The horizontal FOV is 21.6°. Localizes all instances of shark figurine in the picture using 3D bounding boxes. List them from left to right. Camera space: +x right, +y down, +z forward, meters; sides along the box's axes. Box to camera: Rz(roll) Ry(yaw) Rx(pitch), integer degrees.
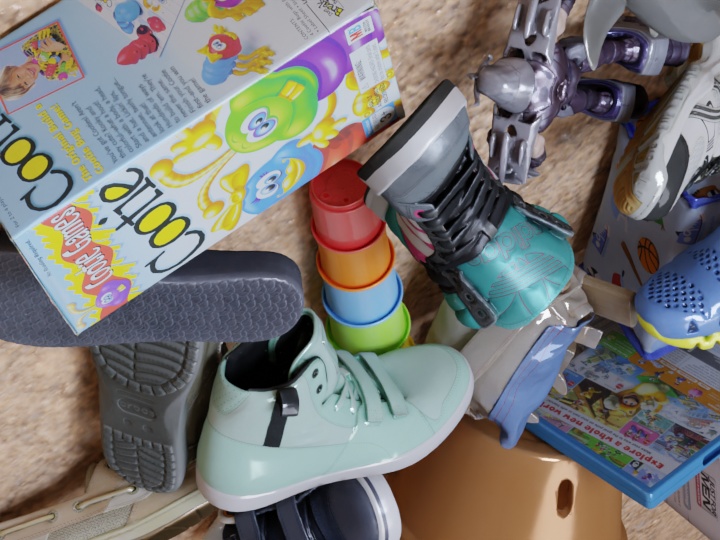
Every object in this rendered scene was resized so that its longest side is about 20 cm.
[{"bbox_3d":[0.205,-0.166,1.110,0.214,0.089,0.129,16,81,-50],"label":"shark figurine"}]

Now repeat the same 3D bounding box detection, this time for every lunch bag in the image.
[{"bbox_3d":[0.273,-0.053,1.363,0.199,0.124,0.170,-18,144,-21],"label":"lunch bag"}]

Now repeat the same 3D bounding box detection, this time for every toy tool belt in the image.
[{"bbox_3d":[0.104,0.064,1.297,0.125,0.123,0.200,-61,175,-50],"label":"toy tool belt"}]

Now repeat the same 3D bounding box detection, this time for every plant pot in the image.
[{"bbox_3d":[0.116,0.161,1.433,0.200,0.200,0.141,-12,124,-39],"label":"plant pot"}]

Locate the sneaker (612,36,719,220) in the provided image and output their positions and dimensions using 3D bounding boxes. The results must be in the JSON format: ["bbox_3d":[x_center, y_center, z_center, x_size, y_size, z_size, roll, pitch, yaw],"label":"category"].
[{"bbox_3d":[0.229,-0.092,1.204,0.200,0.088,0.076,-56,-177,-39],"label":"sneaker"}]

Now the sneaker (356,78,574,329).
[{"bbox_3d":[0.061,-0.026,1.022,0.084,0.121,0.200,-47,175,-4],"label":"sneaker"}]

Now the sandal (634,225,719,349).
[{"bbox_3d":[0.259,-0.024,1.232,0.200,0.079,0.087,-34,133,-16],"label":"sandal"}]

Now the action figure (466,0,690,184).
[{"bbox_3d":[0.118,-0.115,1.133,0.200,0.069,0.131,-11,126,-55],"label":"action figure"}]

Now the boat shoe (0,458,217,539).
[{"bbox_3d":[-0.154,0.149,1.209,0.199,0.065,0.072,-27,169,-8],"label":"boat shoe"}]

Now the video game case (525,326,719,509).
[{"bbox_3d":[0.227,0.082,1.367,0.200,0.143,0.018,-32,132,-25],"label":"video game case"}]

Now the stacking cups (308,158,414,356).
[{"bbox_3d":[0.000,0.000,1.201,0.060,0.061,0.200,-30,146,-16],"label":"stacking cups"}]

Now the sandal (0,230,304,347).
[{"bbox_3d":[-0.131,0.005,1.017,0.199,0.043,0.076,6,138,-19],"label":"sandal"}]

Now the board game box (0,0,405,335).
[{"bbox_3d":[-0.093,-0.080,0.924,0.200,0.105,0.103,-34,152,-8],"label":"board game box"}]

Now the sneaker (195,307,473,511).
[{"bbox_3d":[-0.005,0.068,1.153,0.200,0.074,0.118,-21,141,-29],"label":"sneaker"}]

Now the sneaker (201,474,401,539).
[{"bbox_3d":[-0.046,0.186,1.318,0.079,0.079,0.200,-19,175,-30],"label":"sneaker"}]

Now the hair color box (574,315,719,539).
[{"bbox_3d":[0.233,0.113,1.447,0.060,0.200,0.099,-27,129,-20],"label":"hair color box"}]

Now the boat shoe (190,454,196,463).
[{"bbox_3d":[-0.074,0.124,1.277,0.200,0.062,0.073,-30,150,-15],"label":"boat shoe"}]

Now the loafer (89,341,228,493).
[{"bbox_3d":[-0.118,0.047,1.127,0.200,0.075,0.070,103,13,-45],"label":"loafer"}]
